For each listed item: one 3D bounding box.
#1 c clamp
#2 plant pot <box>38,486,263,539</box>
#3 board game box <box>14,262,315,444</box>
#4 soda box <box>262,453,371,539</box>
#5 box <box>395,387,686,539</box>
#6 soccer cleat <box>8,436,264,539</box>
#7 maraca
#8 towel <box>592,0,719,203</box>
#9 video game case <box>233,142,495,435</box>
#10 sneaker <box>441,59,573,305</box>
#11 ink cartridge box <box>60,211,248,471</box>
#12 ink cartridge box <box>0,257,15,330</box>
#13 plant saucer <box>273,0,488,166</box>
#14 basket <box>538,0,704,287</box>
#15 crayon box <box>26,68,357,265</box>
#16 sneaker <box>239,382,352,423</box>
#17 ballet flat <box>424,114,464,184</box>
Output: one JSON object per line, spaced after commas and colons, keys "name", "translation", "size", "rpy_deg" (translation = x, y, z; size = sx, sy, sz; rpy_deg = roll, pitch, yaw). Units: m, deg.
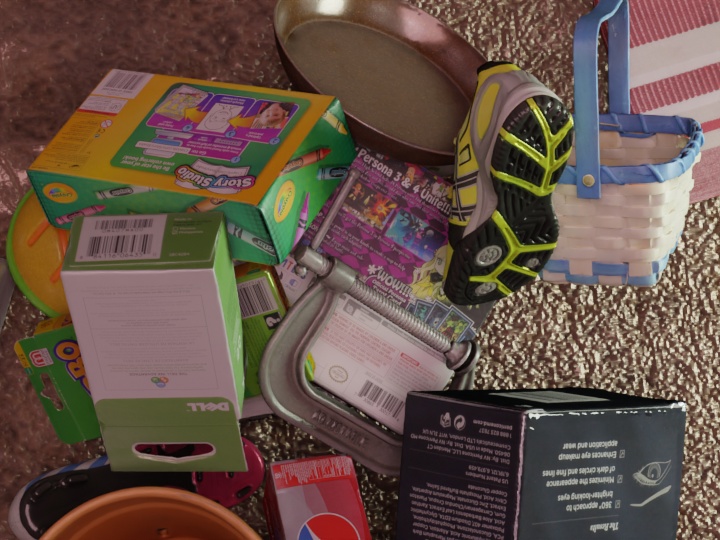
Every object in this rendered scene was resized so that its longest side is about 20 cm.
{"name": "c clamp", "translation": [0.015, 0.052, 1.406], "size": [0.200, 0.027, 0.171], "rpy_deg": [39, 84, -30]}
{"name": "plant pot", "translation": [-0.136, 0.254, 1.393], "size": [0.200, 0.140, 0.200], "rpy_deg": [-1, 83, 6]}
{"name": "board game box", "translation": [-0.142, 0.060, 1.416], "size": [0.200, 0.030, 0.096], "rpy_deg": [-17, 116, 10]}
{"name": "soda box", "translation": [-0.019, 0.233, 1.384], "size": [0.063, 0.070, 0.200], "rpy_deg": [-7, 60, -12]}
{"name": "box", "translation": [0.129, 0.189, 1.421], "size": [0.117, 0.197, 0.200], "rpy_deg": [6, 92, 43]}
{"name": "soccer cleat", "translation": [-0.175, 0.165, 1.502], "size": [0.200, 0.086, 0.070], "rpy_deg": [-10, 83, -24]}
{"name": "maraca", "translation": [-0.167, -0.009, 1.475], "size": [0.200, 0.107, 0.137], "rpy_deg": [17, 72, 0]}
{"name": "towel", "translation": [0.269, -0.159, 1.524], "size": [0.144, 0.023, 0.200], "rpy_deg": [-17, 88, 2]}
{"name": "video game case", "translation": [0.000, 0.000, 1.453], "size": [0.200, 0.036, 0.181], "rpy_deg": [31, 86, -13]}
{"name": "sneaker", "translation": [0.098, -0.059, 1.374], "size": [0.075, 0.076, 0.200], "rpy_deg": [-5, 134, -23]}
{"name": "ink cartridge box", "translation": [-0.135, 0.052, 1.354], "size": [0.104, 0.059, 0.200], "rpy_deg": [-1, 133, 5]}
{"name": "ink cartridge box", "translation": [-0.308, 0.064, 1.430], "size": [0.047, 0.200, 0.160], "rpy_deg": [17, 90, 2]}
{"name": "plant saucer", "translation": [0.020, -0.142, 1.455], "size": [0.200, 0.200, 0.034], "rpy_deg": [33, 124, 0]}
{"name": "basket", "translation": [0.178, -0.095, 1.438], "size": [0.139, 0.176, 0.200], "rpy_deg": [6, 106, 16]}
{"name": "crayon box", "translation": [-0.119, -0.076, 1.384], "size": [0.200, 0.058, 0.119], "rpy_deg": [10, 48, 29]}
{"name": "sneaker", "translation": [-0.087, 0.070, 1.497], "size": [0.200, 0.078, 0.090], "rpy_deg": [-8, 90, -12]}
{"name": "ballet flat", "translation": [0.023, -0.095, 1.499], "size": [0.200, 0.065, 0.071], "rpy_deg": [1, 84, -1]}
